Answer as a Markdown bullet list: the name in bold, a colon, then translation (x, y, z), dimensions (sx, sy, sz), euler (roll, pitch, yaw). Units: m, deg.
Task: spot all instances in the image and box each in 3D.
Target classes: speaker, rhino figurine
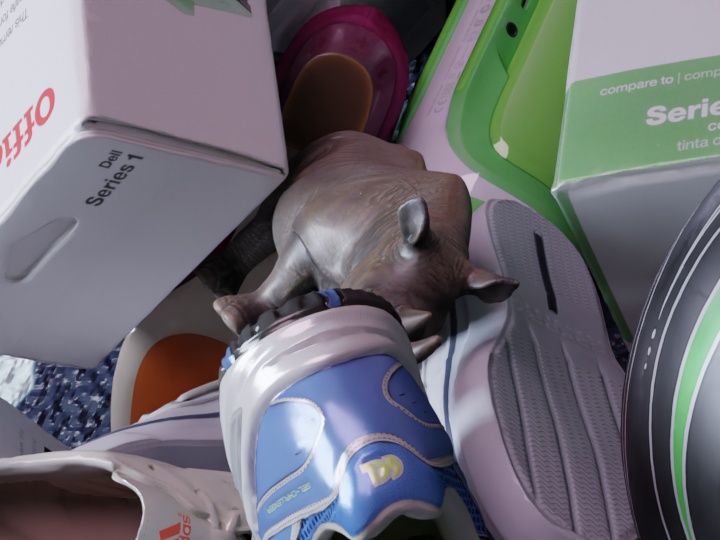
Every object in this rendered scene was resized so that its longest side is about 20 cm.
- **speaker**: translation (0.071, -0.071, 0.976), dimensions (0.088, 0.089, 0.201), euler (1, 53, 36)
- **rhino figurine**: translation (0.000, 0.000, 0.818), dimensions (0.087, 0.060, 0.200), euler (-45, 15, 0)

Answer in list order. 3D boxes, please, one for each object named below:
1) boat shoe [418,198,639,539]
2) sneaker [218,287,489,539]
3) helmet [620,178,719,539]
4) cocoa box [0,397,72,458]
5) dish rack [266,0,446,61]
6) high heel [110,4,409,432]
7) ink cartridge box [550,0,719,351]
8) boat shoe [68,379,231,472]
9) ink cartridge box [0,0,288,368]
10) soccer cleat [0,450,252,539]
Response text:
- **boat shoe**: translation (0.050, 0.052, 0.814), dimensions (0.067, 0.073, 0.200), euler (-54, 13, 23)
- **sneaker**: translation (0.002, 0.101, 0.733), dimensions (0.075, 0.201, 0.077), euler (-21, 44, -8)
- **helmet**: translation (0.168, 0.038, 0.699), dimensions (0.199, 0.200, 0.192), euler (-29, 74, 8)
- **cocoa box**: translation (-0.167, 0.150, 0.884), dimensions (0.131, 0.133, 0.201), euler (-32, 39, 21)
- **dish rack**: translation (0.032, -0.154, 1.019), dimensions (0.044, 0.171, 0.200), euler (45, 108, 15)
- **high heel**: translation (-0.035, -0.006, 0.970), dimensions (0.201, 0.067, 0.096), euler (-59, 2, 18)
- **ink cartridge box**: translation (0.134, -0.060, 0.874), dimensions (0.087, 0.146, 0.201), euler (-10, 45, 21)
- **boat shoe**: translation (-0.046, 0.075, 0.899), dimensions (0.199, 0.074, 0.065), euler (-12, 16, -26)
- **ink cartridge box**: translation (-0.105, -0.086, 0.908), dimensions (0.145, 0.084, 0.201), euler (-42, 45, 42)
- **soccer cleat**: translation (-0.050, 0.092, 0.793), dimensions (0.198, 0.078, 0.070), euler (2, 62, -11)
